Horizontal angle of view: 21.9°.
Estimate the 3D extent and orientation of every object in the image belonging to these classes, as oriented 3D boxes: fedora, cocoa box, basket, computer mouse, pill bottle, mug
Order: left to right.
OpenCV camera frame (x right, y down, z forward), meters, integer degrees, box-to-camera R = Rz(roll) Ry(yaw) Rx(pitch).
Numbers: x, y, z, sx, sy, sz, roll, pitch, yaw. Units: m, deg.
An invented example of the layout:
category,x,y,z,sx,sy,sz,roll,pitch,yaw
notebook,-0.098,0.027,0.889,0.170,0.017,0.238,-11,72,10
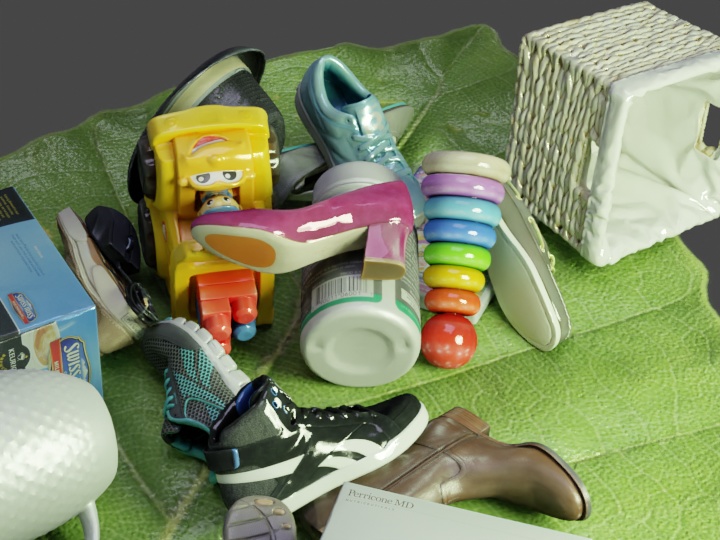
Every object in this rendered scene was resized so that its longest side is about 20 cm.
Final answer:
category,x,y,z,sx,sy,sz,roll,pitch,yaw
cocoa box,-0.331,0.042,1.687,0.131,0.134,0.200,-19,45,-24
mug,-0.289,0.179,1.540,0.174,0.148,0.201,-14,73,-29
computer mouse,-0.218,-0.009,1.762,0.034,0.059,0.200,-37,38,2
fedora,-0.141,-0.123,1.860,0.092,0.201,0.200,42,52,16
pill bottle,0.000,0.000,1.752,0.112,0.114,0.201,2,48,-1
basket,0.264,-0.144,1.875,0.199,0.199,0.161,-21,41,-36

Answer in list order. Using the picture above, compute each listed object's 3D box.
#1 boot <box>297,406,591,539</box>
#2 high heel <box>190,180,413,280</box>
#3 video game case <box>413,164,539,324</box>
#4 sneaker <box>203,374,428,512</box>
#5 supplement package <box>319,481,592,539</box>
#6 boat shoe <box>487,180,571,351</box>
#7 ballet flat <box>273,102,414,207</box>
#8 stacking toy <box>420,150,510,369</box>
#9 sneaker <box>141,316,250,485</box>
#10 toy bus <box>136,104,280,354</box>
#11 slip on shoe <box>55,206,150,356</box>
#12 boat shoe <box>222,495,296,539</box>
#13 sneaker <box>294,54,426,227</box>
category,x,y,z,sx,sy,sz,roll,pitch,yaw
boot,0.067,0.204,1.569,0.199,0.065,0.186,-28,36,-35
high heel,-0.050,-0.051,1.668,0.198,0.067,0.096,5,58,-3
video game case,0.088,-0.031,1.882,0.142,0.018,0.200,17,42,18
sneaker,-0.039,0.127,1.580,0.199,0.112,0.073,-29,15,-23
supplement package,0.064,0.271,1.420,0.199,0.156,0.111,11,41,11
boat shoe,0.155,-0.014,1.805,0.060,0.072,0.202,-12,60,-32
ballet flat,-0.018,-0.115,1.954,0.199,0.067,0.064,-23,74,-26
stacking toy,0.089,-0.008,1.752,0.085,0.085,0.201,6,85,5
sneaker,-0.147,0.117,1.659,0.091,0.078,0.200,-29,48,-27
toy bus,-0.134,-0.025,1.736,0.135,0.201,0.193,-5,49,-9
slip on shoe,-0.262,0.011,1.785,0.060,0.076,0.200,-38,46,2
boat shoe,-0.082,0.281,1.470,0.074,0.073,0.201,8,61,-5
sneaker,0.002,-0.132,1.880,0.074,0.082,0.200,-32,74,-26
